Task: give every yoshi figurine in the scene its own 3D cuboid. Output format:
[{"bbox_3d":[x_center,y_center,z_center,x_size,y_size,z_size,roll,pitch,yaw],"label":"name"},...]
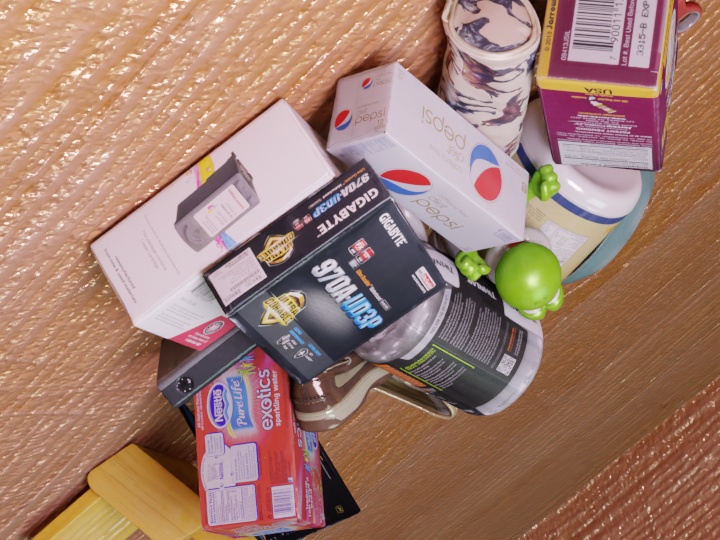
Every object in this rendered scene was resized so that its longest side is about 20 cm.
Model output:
[{"bbox_3d":[0.128,-0.043,1.474,0.112,0.201,0.112,-26,-171,41],"label":"yoshi figurine"}]

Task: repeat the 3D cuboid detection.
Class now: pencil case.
[{"bbox_3d":[0.099,-0.159,1.359,0.088,0.079,0.201,4,154,0],"label":"pencil case"}]

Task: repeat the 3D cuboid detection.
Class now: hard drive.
[{"bbox_3d":[-0.095,0.033,1.462,0.199,0.033,0.140,-37,-165,5],"label":"hard drive"}]

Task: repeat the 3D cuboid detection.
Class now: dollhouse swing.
[{"bbox_3d":[-0.232,0.302,1.795,0.177,0.181,0.200,-54,161,-4],"label":"dollhouse swing"}]

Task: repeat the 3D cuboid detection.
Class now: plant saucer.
[{"bbox_3d":[0.250,-0.066,1.692,0.201,0.036,0.201,-54,-163,25],"label":"plant saucer"}]

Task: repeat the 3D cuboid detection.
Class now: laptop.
[{"bbox_3d":[-0.099,0.192,1.714,0.199,0.178,0.104,-17,155,-38],"label":"laptop"}]

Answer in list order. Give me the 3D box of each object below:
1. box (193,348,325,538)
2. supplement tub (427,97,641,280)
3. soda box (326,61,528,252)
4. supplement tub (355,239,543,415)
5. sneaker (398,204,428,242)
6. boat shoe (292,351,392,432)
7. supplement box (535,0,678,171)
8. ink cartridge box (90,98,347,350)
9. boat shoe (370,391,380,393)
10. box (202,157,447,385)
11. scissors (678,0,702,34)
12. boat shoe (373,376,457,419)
[{"bbox_3d":[-0.098,0.148,1.554,0.098,0.203,0.095,-9,165,13],"label":"box"},{"bbox_3d":[0.168,-0.059,1.607,0.144,0.145,0.200,-12,151,-47],"label":"supplement tub"},{"bbox_3d":[0.060,-0.089,1.341,0.063,0.069,0.199,-12,148,37],"label":"soda box"},{"bbox_3d":[0.067,0.048,1.513,0.122,0.123,0.199,-42,131,22],"label":"supplement tub"},{"bbox_3d":[0.000,0.000,1.582,0.111,0.073,0.200,-30,161,-16],"label":"sneaker"},{"bbox_3d":[-0.007,0.074,1.556,0.074,0.076,0.202,-9,-160,26],"label":"boat shoe"},{"bbox_3d":[0.214,-0.179,1.381,0.102,0.133,0.200,6,166,13],"label":"supplement box"},{"bbox_3d":[-0.100,-0.032,1.332,0.199,0.086,0.148,-37,160,6],"label":"ink cartridge box"},{"bbox_3d":[-0.046,0.132,1.748,0.198,0.067,0.074,1,168,-29],"label":"boat shoe"},{"bbox_3d":[-0.024,0.007,1.325,0.158,0.046,0.200,-35,154,1],"label":"box"},{"bbox_3d":[0.294,-0.257,1.543,0.073,0.014,0.200,-33,162,2],"label":"scissors"},{"bbox_3d":[0.017,0.098,1.699,0.199,0.064,0.073,25,132,-24],"label":"boat shoe"}]
